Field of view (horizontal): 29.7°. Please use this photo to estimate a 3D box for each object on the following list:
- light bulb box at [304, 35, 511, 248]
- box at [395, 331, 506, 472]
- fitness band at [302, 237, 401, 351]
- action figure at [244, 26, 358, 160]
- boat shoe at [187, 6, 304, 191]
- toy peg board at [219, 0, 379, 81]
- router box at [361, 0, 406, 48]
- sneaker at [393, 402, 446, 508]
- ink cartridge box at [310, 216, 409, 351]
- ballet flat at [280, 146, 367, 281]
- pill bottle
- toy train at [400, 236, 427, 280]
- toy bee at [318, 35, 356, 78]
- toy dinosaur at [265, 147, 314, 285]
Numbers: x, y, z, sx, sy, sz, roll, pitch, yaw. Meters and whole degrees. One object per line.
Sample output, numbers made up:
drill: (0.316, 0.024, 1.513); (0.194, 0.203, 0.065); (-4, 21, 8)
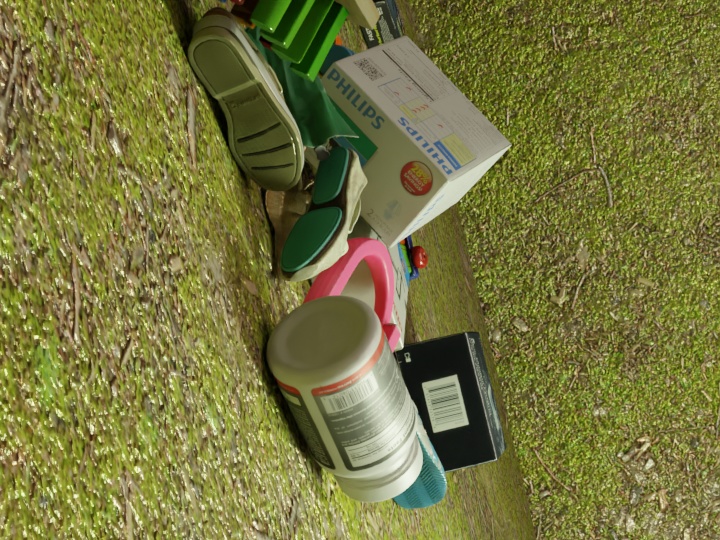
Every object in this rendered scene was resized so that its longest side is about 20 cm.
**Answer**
light bulb box: (0.045, -0.159, 1.631); (0.198, 0.125, 0.200); (46, 32, 7)
box: (0.142, 0.200, 2.087); (0.200, 0.117, 0.198); (13, 63, -80)
fitness band: (-0.009, 0.056, 1.474); (0.200, 0.037, 0.144); (-61, 141, -39)
action figure: (-0.087, -0.207, 1.478); (0.055, 0.117, 0.201); (106, -31, -60)
boat shoe: (-0.105, -0.170, 1.344); (0.069, 0.074, 0.201); (-84, 158, -47)
toy peg board: (-0.107, -0.279, 1.308); (0.098, 0.198, 0.200); (-61, 163, -4)
router box: (0.038, -0.484, 2.595); (0.200, 0.062, 0.150); (64, 17, -49)
sneaker: (0.060, 0.222, 1.720); (0.081, 0.076, 0.201); (-94, 168, -53)
ink cartridge box: (0.000, 0.000, 1.662); (0.200, 0.084, 0.147); (-83, 157, -64)
ballet flat: (-0.029, -0.049, 1.422); (0.062, 0.067, 0.201); (56, 38, -35)
pill bottle: (-0.010, 0.131, 1.342); (0.116, 0.115, 0.201); (-92, 165, -49)
toy train: (0.024, -0.085, 1.959); (0.116, 0.084, 0.201); (17, 59, -63)
toy bee: (-0.052, -0.279, 1.776); (0.131, 0.108, 0.201); (70, 34, -72)
toy dinosaur: (-0.073, -0.049, 1.467); (0.101, 0.058, 0.201); (40, 47, -45)
